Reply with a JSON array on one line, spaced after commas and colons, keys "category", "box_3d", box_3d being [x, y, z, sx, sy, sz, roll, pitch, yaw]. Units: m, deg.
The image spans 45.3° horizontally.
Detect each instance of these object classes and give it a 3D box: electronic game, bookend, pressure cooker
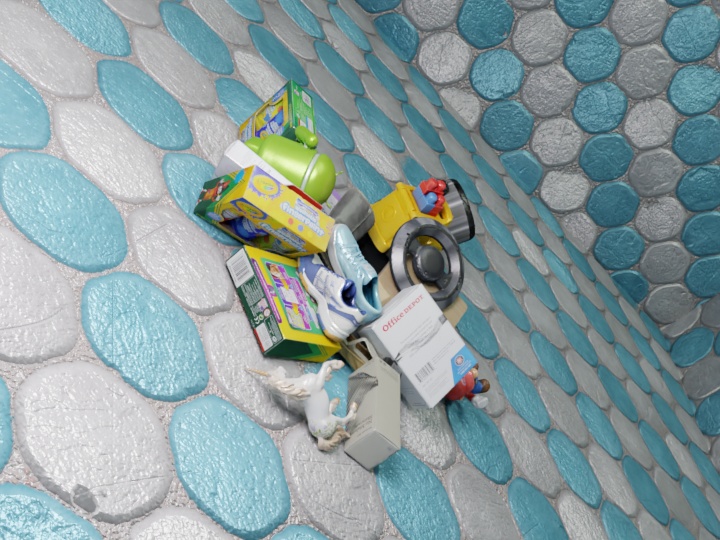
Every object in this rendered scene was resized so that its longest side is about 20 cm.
[{"category": "electronic game", "box_3d": [0.142, -0.013, 1.817, 0.199, 0.042, 0.201, 8, 77, -34]}, {"category": "bookend", "box_3d": [0.061, 0.002, 1.969, 0.198, 0.092, 0.201, 37, 32, -20]}, {"category": "pressure cooker", "box_3d": [0.182, -0.131, 2.249, 0.176, 0.199, 0.180, 81, -10, -73]}]

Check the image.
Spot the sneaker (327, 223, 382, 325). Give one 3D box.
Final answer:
[{"category": "sneaker", "box_3d": [0.000, 0.000, 1.659, 0.074, 0.082, 0.201, -15, 87, -49]}]

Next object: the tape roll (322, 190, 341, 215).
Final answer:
[{"category": "tape roll", "box_3d": [-0.096, -0.123, 1.899, 0.200, 0.066, 0.201, 39, 27, -25]}]

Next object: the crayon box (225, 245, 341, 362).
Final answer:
[{"category": "crayon box", "box_3d": [-0.139, 0.064, 1.567, 0.172, 0.058, 0.201, 19, 39, -56]}]

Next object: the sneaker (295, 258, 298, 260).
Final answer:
[{"category": "sneaker", "box_3d": [-0.117, -0.071, 1.770, 0.200, 0.078, 0.079, 48, 19, -11]}]

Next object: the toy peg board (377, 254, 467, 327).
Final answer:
[{"category": "toy peg board", "box_3d": [0.094, 0.080, 1.837, 0.200, 0.098, 0.199, 49, 51, -10]}]

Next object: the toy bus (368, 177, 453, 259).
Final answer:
[{"category": "toy bus", "box_3d": [0.135, -0.121, 1.924, 0.199, 0.192, 0.136, 12, 44, -45]}]

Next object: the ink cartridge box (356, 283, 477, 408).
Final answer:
[{"category": "ink cartridge box", "box_3d": [0.111, 0.150, 1.706, 0.145, 0.084, 0.200, -40, 99, -25]}]

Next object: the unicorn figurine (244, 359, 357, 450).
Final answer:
[{"category": "unicorn figurine", "box_3d": [-0.078, 0.209, 1.439, 0.137, 0.074, 0.201, -31, 92, -47]}]

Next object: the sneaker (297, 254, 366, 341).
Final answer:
[{"category": "sneaker", "box_3d": [-0.048, 0.033, 1.602, 0.075, 0.088, 0.201, 24, 33, -54]}]

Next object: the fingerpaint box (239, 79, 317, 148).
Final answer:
[{"category": "fingerpaint box", "box_3d": [-0.179, -0.287, 1.836, 0.073, 0.167, 0.201, 37, 28, -32]}]

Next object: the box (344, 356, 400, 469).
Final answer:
[{"category": "box", "box_3d": [0.023, 0.254, 1.563, 0.068, 0.082, 0.200, 42, 24, -22]}]

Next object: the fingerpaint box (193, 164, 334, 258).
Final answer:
[{"category": "fingerpaint box", "box_3d": [-0.177, -0.098, 1.587, 0.200, 0.166, 0.074, 34, 62, -35]}]

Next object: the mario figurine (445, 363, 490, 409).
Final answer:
[{"category": "mario figurine", "box_3d": [0.249, 0.242, 1.942, 0.123, 0.107, 0.200, 22, 6, 21]}]

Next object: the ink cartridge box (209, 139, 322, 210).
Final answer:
[{"category": "ink cartridge box", "box_3d": [-0.184, -0.140, 1.626, 0.200, 0.163, 0.057, 42, 63, -4]}]

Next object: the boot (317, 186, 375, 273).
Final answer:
[{"category": "boot", "box_3d": [-0.033, -0.047, 1.752, 0.200, 0.072, 0.183, -50, 130, -49]}]

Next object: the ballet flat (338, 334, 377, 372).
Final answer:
[{"category": "ballet flat", "box_3d": [-0.022, 0.135, 1.669, 0.200, 0.063, 0.069, 47, 27, -9]}]

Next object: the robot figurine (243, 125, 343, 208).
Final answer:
[{"category": "robot figurine", "box_3d": [-0.137, -0.192, 1.684, 0.199, 0.176, 0.116, 21, 18, 2]}]
